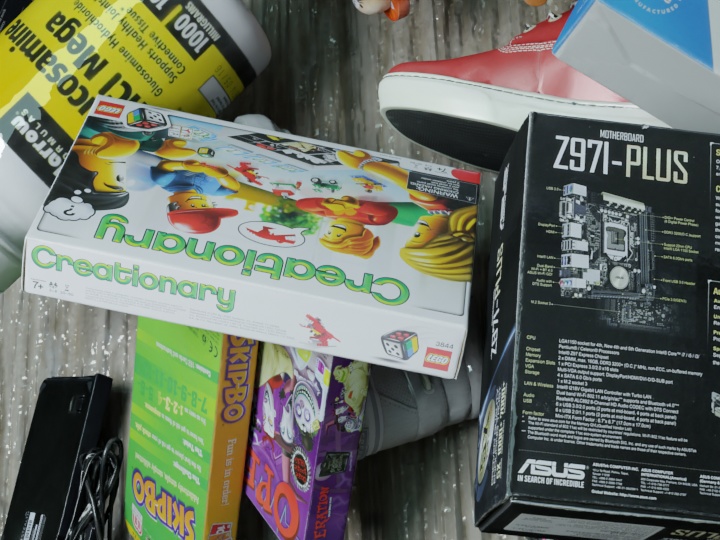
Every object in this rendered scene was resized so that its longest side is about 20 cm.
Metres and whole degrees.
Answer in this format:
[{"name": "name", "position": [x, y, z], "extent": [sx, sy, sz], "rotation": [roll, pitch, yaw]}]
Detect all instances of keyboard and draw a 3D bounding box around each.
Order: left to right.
[{"name": "keyboard", "position": [-0.171, 0.161, 0.874], "extent": [0.104, 0.039, 0.203], "rotation": [-5, 69, 52]}]

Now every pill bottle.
[{"name": "pill bottle", "position": [-0.152, -0.088, 0.819], "extent": [0.200, 0.113, 0.112], "rotation": [-45, 57, -4]}]

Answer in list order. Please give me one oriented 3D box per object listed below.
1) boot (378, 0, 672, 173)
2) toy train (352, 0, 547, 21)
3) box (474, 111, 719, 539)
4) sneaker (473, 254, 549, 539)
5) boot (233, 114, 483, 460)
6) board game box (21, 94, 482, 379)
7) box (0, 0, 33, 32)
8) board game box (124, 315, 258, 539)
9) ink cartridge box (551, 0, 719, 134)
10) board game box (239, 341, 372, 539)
[{"name": "boot", "position": [0.112, -0.126, 0.791], "extent": [0.198, 0.072, 0.146], "rotation": [6, 75, 22]}, {"name": "toy train", "position": [0.057, -0.177, 0.815], "extent": [0.148, 0.056, 0.201], "rotation": [-14, 28, 11]}, {"name": "box", "position": [0.154, 0.034, 0.645], "extent": [0.197, 0.086, 0.166], "rotation": [6, 73, -3]}, {"name": "sneaker", "position": [0.087, 0.079, 0.723], "extent": [0.086, 0.080, 0.202], "rotation": [-24, 61, 20]}, {"name": "boot", "position": [0.000, 0.000, 0.799], "extent": [0.094, 0.074, 0.202], "rotation": [-11, 65, -21]}, {"name": "board game box", "position": [-0.044, -0.019, 0.712], "extent": [0.197, 0.035, 0.127], "rotation": [11, 37, 0]}, {"name": "box", "position": [-0.253, -0.190, 0.973], "extent": [0.078, 0.141, 0.202], "rotation": [19, 81, 32]}, {"name": "board game box", "position": [-0.090, 0.075, 0.790], "extent": [0.095, 0.030, 0.202], "rotation": [41, 128, 48]}, {"name": "ink cartridge box", "position": [0.188, -0.163, 0.712], "extent": [0.115, 0.067, 0.201], "rotation": [29, 72, -2]}, {"name": "board game box", "position": [-0.058, 0.043, 0.781], "extent": [0.200, 0.032, 0.121], "rotation": [43, 136, 49]}]
